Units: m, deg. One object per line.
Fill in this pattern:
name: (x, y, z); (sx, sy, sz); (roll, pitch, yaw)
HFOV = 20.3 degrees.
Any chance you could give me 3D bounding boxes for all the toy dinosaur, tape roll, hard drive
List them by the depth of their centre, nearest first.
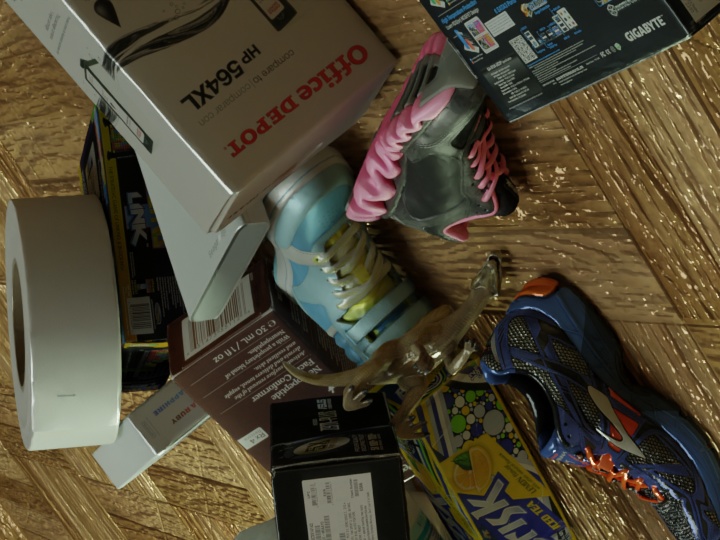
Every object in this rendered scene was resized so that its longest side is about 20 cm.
toy dinosaur: (0.026, 0.062, 1.321); (0.200, 0.101, 0.058); (-31, 113, 32)
hard drive: (-0.121, -0.083, 1.402); (0.132, 0.026, 0.201); (-57, 47, 53)
tape roll: (-0.238, 0.042, 1.595); (0.202, 0.070, 0.203); (177, 90, -75)

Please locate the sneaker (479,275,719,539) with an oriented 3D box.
sneaker: (0.148, 0.101, 1.249); (0.200, 0.078, 0.075); (48, 160, 6)

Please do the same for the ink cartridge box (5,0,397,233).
ink cartridge box: (-0.097, -0.148, 1.234); (0.200, 0.146, 0.084); (48, 157, 3)

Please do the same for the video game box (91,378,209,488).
video game box: (-0.127, 0.097, 1.658); (0.047, 0.182, 0.200); (53, 159, 2)

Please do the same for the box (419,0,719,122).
box: (0.081, -0.165, 0.981); (0.159, 0.046, 0.200); (53, 159, -6)

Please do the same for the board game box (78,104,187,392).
board game box: (-0.184, -0.017, 1.623); (0.165, 0.056, 0.201); (126, 138, -70)

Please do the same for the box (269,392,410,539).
box: (-0.009, 0.200, 1.356); (0.164, 0.086, 0.201); (-103, 6, -78)

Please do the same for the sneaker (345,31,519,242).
sneaker: (0.057, -0.070, 1.183); (0.095, 0.079, 0.200); (27, 159, -1)

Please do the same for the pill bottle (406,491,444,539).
pill bottle: (0.045, 0.268, 1.508); (0.200, 0.111, 0.111); (52, 159, -9)

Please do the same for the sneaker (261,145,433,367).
sneaker: (0.000, 0.000, 1.386); (0.131, 0.079, 0.200); (45, 168, 18)

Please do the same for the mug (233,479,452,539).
mug: (-0.004, 0.233, 1.665); (0.148, 0.175, 0.201); (40, -147, -60)

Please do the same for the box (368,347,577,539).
box: (0.088, 0.152, 1.470); (0.064, 0.070, 0.200); (22, 145, 60)

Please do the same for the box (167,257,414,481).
box: (-0.048, 0.096, 1.526); (0.200, 0.100, 0.075); (46, -162, -32)

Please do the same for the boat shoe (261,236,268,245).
boat shoe: (-0.104, -0.068, 1.490); (0.075, 0.068, 0.200); (39, 156, 27)
